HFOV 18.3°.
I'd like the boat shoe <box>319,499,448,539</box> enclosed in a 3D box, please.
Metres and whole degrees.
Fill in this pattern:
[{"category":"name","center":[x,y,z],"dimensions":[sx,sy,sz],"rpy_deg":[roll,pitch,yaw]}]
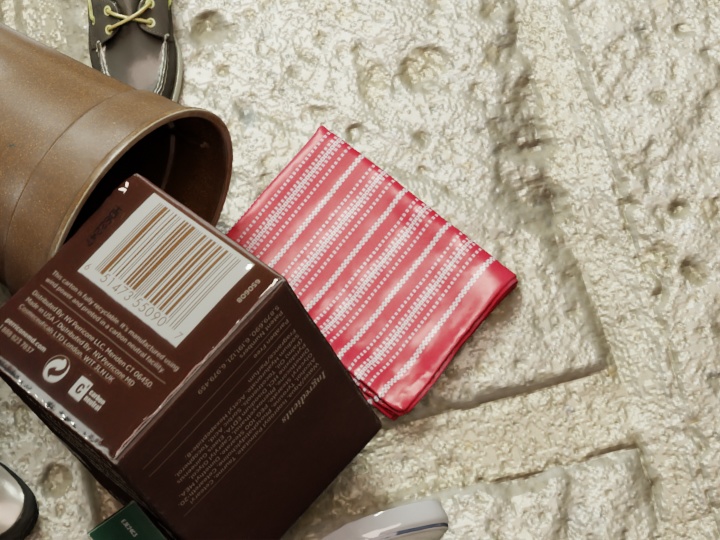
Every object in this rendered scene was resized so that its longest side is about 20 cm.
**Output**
[{"category":"boat shoe","center":[-0.020,0.235,1.546],"dimensions":[0.201,0.075,0.086],"rpy_deg":[-25,70,-1]}]

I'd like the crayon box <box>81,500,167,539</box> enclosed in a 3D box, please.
[{"category":"crayon box","center":[-0.166,0.258,1.508],"dimensions":[0.126,0.200,0.052],"rpy_deg":[49,46,8]}]

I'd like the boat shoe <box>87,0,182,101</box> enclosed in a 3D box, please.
[{"category":"boat shoe","center":[-0.179,-0.204,1.717],"dimensions":[0.071,0.061,0.202],"rpy_deg":[-7,71,3]}]

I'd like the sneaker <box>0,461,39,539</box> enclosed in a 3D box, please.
[{"category":"sneaker","center":[-0.324,0.140,1.604],"dimensions":[0.199,0.080,0.074],"rpy_deg":[26,74,11]}]

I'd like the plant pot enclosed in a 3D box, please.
[{"category":"plant pot","center":[-0.231,-0.073,1.616],"dimensions":[0.198,0.200,0.201],"rpy_deg":[31,76,22]}]

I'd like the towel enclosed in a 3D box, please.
[{"category":"towel","center":[0.000,0.000,1.652],"dimensions":[0.200,0.022,0.145],"rpy_deg":[38,78,16]}]

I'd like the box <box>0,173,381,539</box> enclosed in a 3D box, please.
[{"category":"box","center":[-0.121,0.077,1.519],"dimensions":[0.166,0.200,0.164],"rpy_deg":[33,75,37]}]
